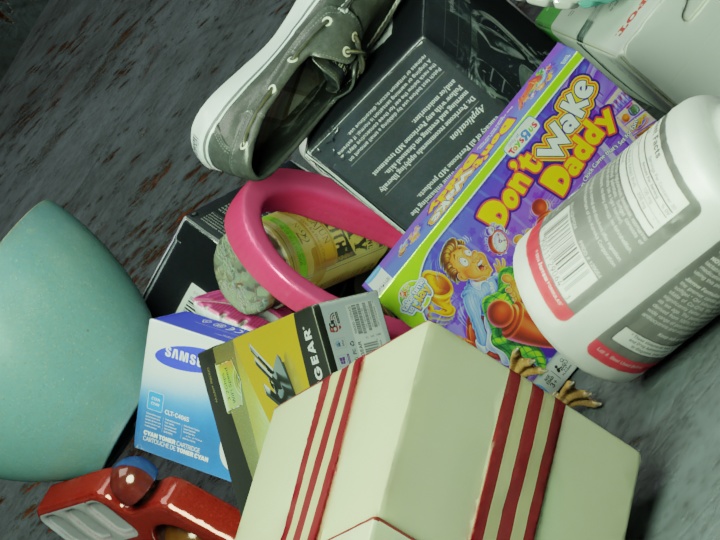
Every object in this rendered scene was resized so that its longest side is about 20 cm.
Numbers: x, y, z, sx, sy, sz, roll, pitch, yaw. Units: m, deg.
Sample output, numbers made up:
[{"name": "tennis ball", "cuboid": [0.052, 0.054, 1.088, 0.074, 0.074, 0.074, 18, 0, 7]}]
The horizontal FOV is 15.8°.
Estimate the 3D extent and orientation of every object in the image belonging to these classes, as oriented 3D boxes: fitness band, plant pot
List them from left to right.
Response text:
[{"name": "plant pot", "cuboid": [-0.214, 0.070, 1.815, 0.200, 0.134, 0.200, -59, -4, -6]}, {"name": "fitness band", "cuboid": [0.000, 0.000, 1.733, 0.037, 0.199, 0.144, -50, 33, 35]}]

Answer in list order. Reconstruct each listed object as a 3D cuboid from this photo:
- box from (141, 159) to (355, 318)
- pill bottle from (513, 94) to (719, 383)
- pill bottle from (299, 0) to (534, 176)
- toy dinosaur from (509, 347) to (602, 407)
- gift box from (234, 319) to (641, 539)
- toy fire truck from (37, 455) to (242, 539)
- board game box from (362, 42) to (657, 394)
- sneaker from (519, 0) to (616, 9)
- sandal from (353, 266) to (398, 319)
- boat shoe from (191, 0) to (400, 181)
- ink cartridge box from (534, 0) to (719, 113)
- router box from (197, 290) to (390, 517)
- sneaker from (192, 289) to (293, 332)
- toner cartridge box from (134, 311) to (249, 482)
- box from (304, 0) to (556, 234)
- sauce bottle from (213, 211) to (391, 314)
[{"name": "box", "cuboid": [-0.081, 0.021, 1.948, 0.148, 0.104, 0.200, -60, -11, 23]}, {"name": "pill bottle", "cuboid": [0.192, -0.031, 1.504, 0.200, 0.111, 0.111, -41, 20, 31]}, {"name": "pill bottle", "cuboid": [0.053, -0.138, 2.065, 0.200, 0.116, 0.116, -51, 17, 4]}, {"name": "toy dinosaur", "cuboid": [0.086, 0.108, 1.581, 0.106, 0.060, 0.200, -58, 18, -14]}, {"name": "gift box", "cuboid": [0.017, 0.159, 1.409, 0.184, 0.200, 0.187, -38, 30, 50]}, {"name": "toy fire truck", "cuboid": [-0.120, 0.191, 1.753, 0.200, 0.168, 0.112, -21, 35, 59]}, {"name": "board game box", "cuboid": [0.117, -0.023, 1.642, 0.200, 0.134, 0.045, -51, 17, 2]}, {"name": "sneaker", "cuboid": [0.098, -0.243, 1.758, 0.078, 0.199, 0.092, -38, -32, -58]}, {"name": "sandal", "cuboid": [0.035, 0.016, 1.864, 0.081, 0.055, 0.200, -25, 21, 3]}, {"name": "boat shoe", "cuboid": [-0.027, -0.135, 1.703, 0.057, 0.069, 0.200, 31, 73, 39]}, {"name": "ink cartridge box", "cuboid": [0.220, -0.192, 1.806, 0.147, 0.083, 0.200, -51, 17, 3]}, {"name": "router box", "cuboid": [-0.022, 0.127, 1.614, 0.052, 0.201, 0.157, -12, -7, -32]}, {"name": "sneaker", "cuboid": [-0.038, 0.090, 1.792, 0.081, 0.200, 0.089, -15, -53, -55]}, {"name": "toner cartridge box", "cuboid": [-0.056, 0.099, 1.731, 0.043, 0.199, 0.095, -12, -66, -57]}, {"name": "box", "cuboid": [0.077, -0.100, 1.791, 0.124, 0.196, 0.200, -43, 19, 21]}, {"name": "sauce bottle", "cuboid": [-0.012, -0.027, 1.830, 0.200, 0.065, 0.065, -24, -3, -39]}]
